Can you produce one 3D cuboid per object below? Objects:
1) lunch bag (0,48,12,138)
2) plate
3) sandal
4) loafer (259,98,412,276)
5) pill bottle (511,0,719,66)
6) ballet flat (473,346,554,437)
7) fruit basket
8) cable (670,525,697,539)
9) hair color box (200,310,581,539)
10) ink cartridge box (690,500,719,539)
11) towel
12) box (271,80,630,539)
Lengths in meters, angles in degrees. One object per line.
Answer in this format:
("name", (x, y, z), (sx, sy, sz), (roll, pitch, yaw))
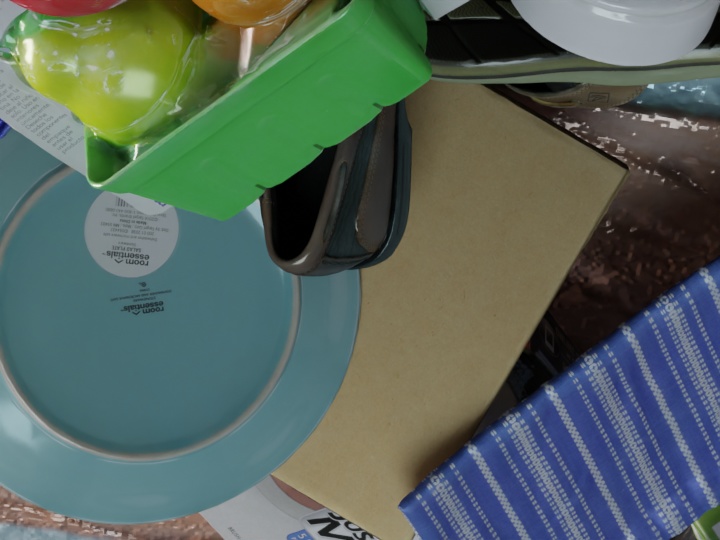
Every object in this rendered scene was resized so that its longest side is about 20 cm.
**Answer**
("lunch bag", (-0.121, -0.184, 1.122), (0.123, 0.171, 0.200), (28, 132, -27))
("plate", (-0.093, 0.012, 1.244), (0.199, 0.026, 0.202), (-2, 99, -14))
("sandal", (0.097, -0.096, 1.247), (0.199, 0.080, 0.058), (4, 139, 2))
("loafer", (-0.016, -0.096, 1.202), (0.071, 0.063, 0.202), (1, 101, 31))
("pill bottle", (0.118, -0.183, 1.129), (0.119, 0.120, 0.201), (11, 134, -4))
("ballet flat", (0.024, 0.036, 1.337), (0.200, 0.074, 0.074), (45, 128, 0))
("fruit basket", (-0.076, -0.114, 1.021), (0.185, 0.094, 0.200), (-34, 126, 27))
("cable", (0.167, 0.069, 1.401), (0.050, 0.097, 0.201), (35, 136, 30))
("hair color box", (0.025, 0.095, 1.451), (0.199, 0.064, 0.111), (-23, 127, 24))
("ink cartridge box", (0.266, 0.152, 1.437), (0.147, 0.076, 0.200), (-34, 139, 2))
("towel", (0.121, 0.086, 1.324), (0.200, 0.024, 0.145), (-37, 137, -5))
("box", (0.000, 0.000, 1.289), (0.163, 0.021, 0.201), (30, 99, 0))
